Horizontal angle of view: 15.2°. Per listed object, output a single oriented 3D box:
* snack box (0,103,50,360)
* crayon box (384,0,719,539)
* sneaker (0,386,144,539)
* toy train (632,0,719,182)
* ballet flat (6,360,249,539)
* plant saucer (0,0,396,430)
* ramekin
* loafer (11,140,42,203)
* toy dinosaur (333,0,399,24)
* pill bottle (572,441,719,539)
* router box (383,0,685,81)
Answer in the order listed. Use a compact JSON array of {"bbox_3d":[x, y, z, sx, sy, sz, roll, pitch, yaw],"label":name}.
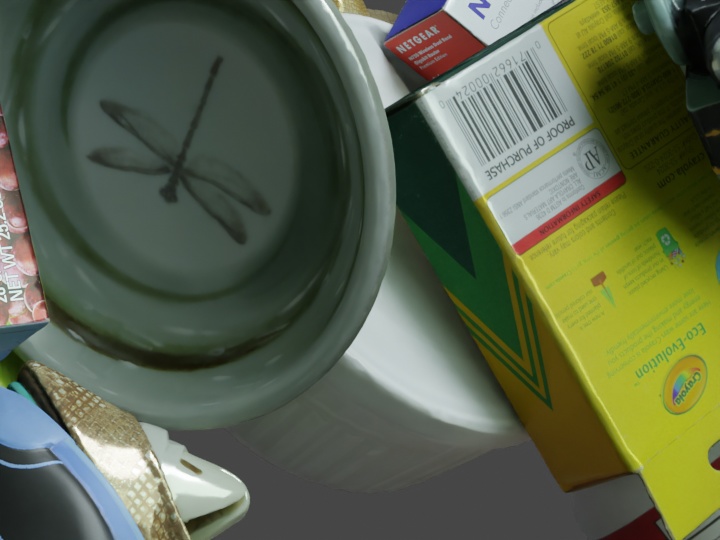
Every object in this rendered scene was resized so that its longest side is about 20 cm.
[{"bbox_3d":[-0.212,-0.058,0.921,0.168,0.068,0.201,-5,74,-32],"label":"snack box"},{"bbox_3d":[0.100,-0.003,1.071,0.127,0.051,0.200,-32,94,-35],"label":"crayon box"},{"bbox_3d":[-0.107,0.133,0.926,0.078,0.070,0.200,-23,71,-38],"label":"sneaker"},{"bbox_3d":[0.159,-0.108,1.083,0.200,0.085,0.114,-83,151,-58],"label":"toy train"},{"bbox_3d":[-0.059,0.114,0.985,0.065,0.071,0.200,-26,86,-12],"label":"ballet flat"},{"bbox_3d":[-0.068,-0.043,0.992,0.200,0.200,0.050,54,31,4],"label":"plant saucer"},{"bbox_3d":[0.000,0.000,1.120,0.202,0.094,0.203,26,45,-29],"label":"ramekin"},{"bbox_3d":[-0.154,-0.079,1.045,0.200,0.072,0.073,38,39,-17],"label":"loafer"},{"bbox_3d":[-0.015,-0.110,1.211,0.199,0.058,0.101,-6,61,-19],"label":"toy dinosaur"},{"bbox_3d":[0.166,0.113,1.181,0.200,0.112,0.112,52,38,1],"label":"pill bottle"},{"bbox_3d":[0.126,-0.124,1.182,0.179,0.049,0.200,37,60,-19],"label":"router box"}]
